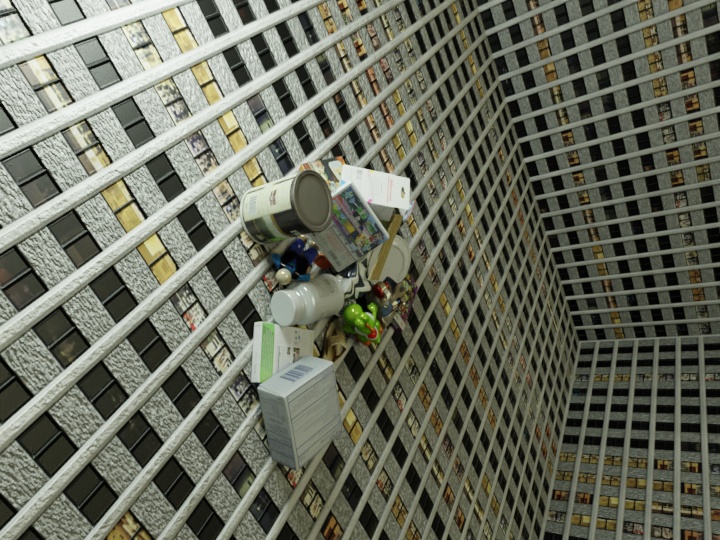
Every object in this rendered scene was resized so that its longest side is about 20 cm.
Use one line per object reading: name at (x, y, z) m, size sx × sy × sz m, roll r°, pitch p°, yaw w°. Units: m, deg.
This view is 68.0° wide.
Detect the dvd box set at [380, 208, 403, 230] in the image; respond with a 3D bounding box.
dvd box set at (0.025, -0.184, 1.625) m, size 0.029 × 0.195 × 0.150 m, roll -43°, pitch 117°, yaw -48°

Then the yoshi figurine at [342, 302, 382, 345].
yoshi figurine at (0.002, 0.150, 1.575) m, size 0.201 × 0.108 × 0.117 m, roll 63°, pitch 29°, yaw -68°

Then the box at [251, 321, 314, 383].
box at (-0.197, 0.218, 1.379) m, size 0.198 × 0.035 × 0.150 m, roll 19°, pitch 68°, yaw -52°

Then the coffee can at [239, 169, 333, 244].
coffee can at (-0.185, -0.155, 1.329) m, size 0.144 × 0.195 × 0.152 m, roll 14°, pitch 73°, yaw -51°

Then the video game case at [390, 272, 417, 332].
video game case at (0.123, 0.075, 1.847) m, size 0.183 × 0.035 × 0.203 m, roll 55°, pitch 44°, yaw -32°

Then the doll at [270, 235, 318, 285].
doll at (-0.176, -0.023, 1.401) m, size 0.133 × 0.049 × 0.202 m, roll 29°, pitch 34°, yaw -3°

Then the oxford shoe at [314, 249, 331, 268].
oxford shoe at (-0.081, -0.054, 1.579) m, size 0.198 × 0.070 × 0.075 m, roll -2°, pitch 65°, yaw -58°

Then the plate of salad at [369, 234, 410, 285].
plate of salad at (0.072, -0.025, 1.707) m, size 0.194 × 0.048 × 0.207 m, roll -12°, pitch 119°, yaw -21°

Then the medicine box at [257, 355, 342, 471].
medicine box at (-0.145, 0.350, 1.331) m, size 0.180 × 0.100 × 0.208 m, roll -26°, pitch 115°, yaw -48°

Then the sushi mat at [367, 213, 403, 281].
sushi mat at (0.074, -0.066, 1.535) m, size 0.206 × 0.012 × 0.095 m, roll -69°, pitch 162°, yaw 6°

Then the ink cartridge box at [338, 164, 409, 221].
ink cartridge box at (0.036, -0.210, 1.476) m, size 0.192 × 0.068 × 0.119 m, roll 10°, pitch 58°, yaw -7°

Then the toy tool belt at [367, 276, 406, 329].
toy tool belt at (0.086, 0.078, 1.657) m, size 0.122 × 0.124 × 0.203 m, roll -36°, pitch 153°, yaw -26°

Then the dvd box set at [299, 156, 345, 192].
dvd box set at (-0.074, -0.226, 1.525) m, size 0.143 × 0.029 × 0.205 m, roll -16°, pitch 72°, yaw -32°

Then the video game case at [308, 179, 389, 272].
video game case at (-0.044, -0.115, 1.439) m, size 0.202 × 0.179 × 0.023 m, roll 52°, pitch 15°, yaw -29°

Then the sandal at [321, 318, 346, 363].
sandal at (-0.069, 0.232, 1.521) m, size 0.078 × 0.068 × 0.216 m, roll 52°, pitch 45°, yaw -34°

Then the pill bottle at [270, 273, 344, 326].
pill bottle at (-0.141, 0.081, 1.416) m, size 0.197 × 0.111 × 0.119 m, roll -15°, pitch 95°, yaw -54°

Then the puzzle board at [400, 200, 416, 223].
puzzle board at (0.103, -0.169, 1.728) m, size 0.018 × 0.147 × 0.201 m, roll 58°, pitch 23°, yaw -15°

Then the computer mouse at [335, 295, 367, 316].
computer mouse at (-0.042, 0.099, 1.612) m, size 0.198 × 0.043 × 0.114 m, roll 6°, pitch 80°, yaw -58°

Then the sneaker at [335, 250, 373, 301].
sneaker at (0.000, 0.000, 1.561) m, size 0.205 × 0.077 × 0.130 m, roll -68°, pitch 152°, yaw -13°
